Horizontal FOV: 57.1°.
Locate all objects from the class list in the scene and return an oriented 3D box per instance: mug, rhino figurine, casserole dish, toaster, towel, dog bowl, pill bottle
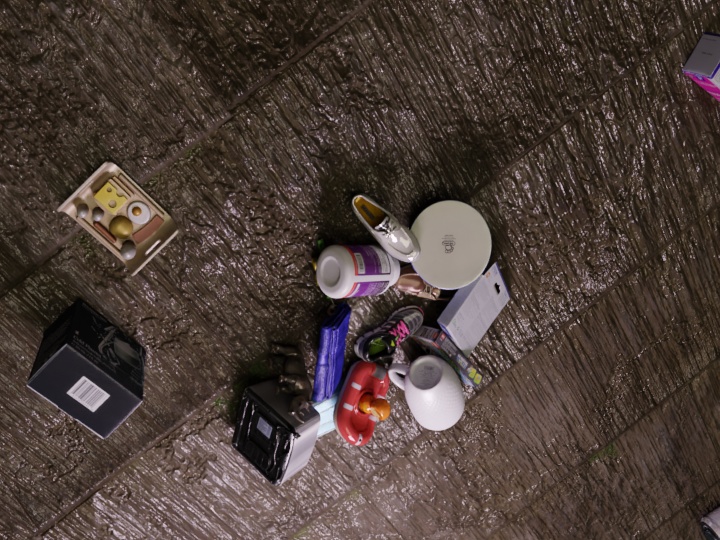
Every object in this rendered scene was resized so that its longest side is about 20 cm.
[{"bbox_3d":[0.158,0.288,1.662,0.150,0.195,0.177,-60,150,-23],"label":"mug"},{"bbox_3d":[-0.156,0.262,1.546,0.085,0.204,0.060,3,139,-31],"label":"rhino figurine"},{"bbox_3d":[-0.083,0.360,1.693,0.195,0.039,0.124,-25,119,-7],"label":"casserole dish"},{"bbox_3d":[-0.198,0.386,1.573,0.117,0.198,0.185,-17,132,-51],"label":"toaster"},{"bbox_3d":[-0.061,0.195,1.569,0.048,0.148,0.206,15,114,15],"label":"towel"},{"bbox_3d":[0.203,-0.060,1.525,0.193,0.079,0.208,0,94,5],"label":"dog bowl"},{"bbox_3d":[0.000,0.000,1.488,0.197,0.111,0.115,-2,118,-48],"label":"pill bottle"}]

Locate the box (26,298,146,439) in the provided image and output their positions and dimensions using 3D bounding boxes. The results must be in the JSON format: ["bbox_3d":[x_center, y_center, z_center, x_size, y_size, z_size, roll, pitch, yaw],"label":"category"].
[{"bbox_3d":[-0.562,0.201,1.380,0.124,0.197,0.200,-41,118,4],"label":"box"}]

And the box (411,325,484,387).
[{"bbox_3d":[0.219,0.216,1.681,0.200,0.109,0.035,47,71,-28],"label":"box"}]

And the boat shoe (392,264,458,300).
[{"bbox_3d":[0.172,0.033,1.607,0.193,0.072,0.078,3,113,-19],"label":"boat shoe"}]

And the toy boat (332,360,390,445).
[{"bbox_3d":[0.022,0.331,1.626,0.129,0.129,0.205,30,78,-40],"label":"toy boat"}]

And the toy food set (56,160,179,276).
[{"bbox_3d":[-0.490,-0.104,1.345,0.143,0.061,0.200,-41,119,4],"label":"toy food set"}]

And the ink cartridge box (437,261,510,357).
[{"bbox_3d":[0.284,0.094,1.636,0.201,0.040,0.200,-51,144,-10],"label":"ink cartridge box"}]

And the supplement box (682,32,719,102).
[{"bbox_3d":[0.894,-0.472,1.594,0.196,0.102,0.105,23,106,-24],"label":"supplement box"}]

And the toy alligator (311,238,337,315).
[{"bbox_3d":[-0.073,0.027,1.538,0.057,0.054,0.206,-13,116,-10],"label":"toy alligator"}]

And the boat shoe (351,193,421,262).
[{"bbox_3d":[0.055,-0.095,1.464,0.071,0.070,0.200,-44,87,6],"label":"boat shoe"}]

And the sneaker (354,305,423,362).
[{"bbox_3d":[0.077,0.164,1.623,0.196,0.088,0.075,-31,110,-1],"label":"sneaker"}]

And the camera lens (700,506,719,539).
[{"bbox_3d":[1.305,0.893,2.295,0.197,0.161,0.162,-32,119,-1],"label":"camera lens"}]
